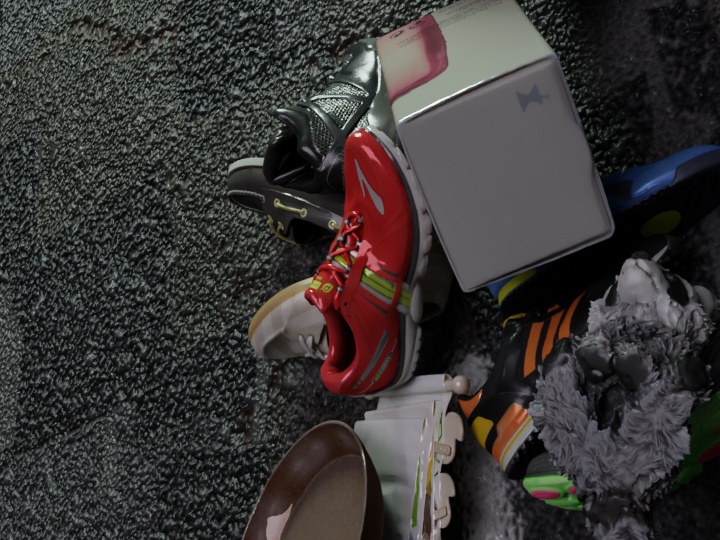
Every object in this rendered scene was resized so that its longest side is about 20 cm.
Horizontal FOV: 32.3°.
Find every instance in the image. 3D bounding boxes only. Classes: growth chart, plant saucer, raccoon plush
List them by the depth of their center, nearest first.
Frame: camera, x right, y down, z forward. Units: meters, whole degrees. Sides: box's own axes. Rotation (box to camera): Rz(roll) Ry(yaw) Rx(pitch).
[{"bbox_3d":[0.158,0.091,0.752,0.096,0.134,0.203,19,113,19],"label":"raccoon plush"},{"bbox_3d":[0.025,0.173,0.919,0.144,0.018,0.203,3,82,57],"label":"growth chart"},{"bbox_3d":[-0.038,0.213,0.925,0.200,0.034,0.202,-46,30,36],"label":"plant saucer"}]

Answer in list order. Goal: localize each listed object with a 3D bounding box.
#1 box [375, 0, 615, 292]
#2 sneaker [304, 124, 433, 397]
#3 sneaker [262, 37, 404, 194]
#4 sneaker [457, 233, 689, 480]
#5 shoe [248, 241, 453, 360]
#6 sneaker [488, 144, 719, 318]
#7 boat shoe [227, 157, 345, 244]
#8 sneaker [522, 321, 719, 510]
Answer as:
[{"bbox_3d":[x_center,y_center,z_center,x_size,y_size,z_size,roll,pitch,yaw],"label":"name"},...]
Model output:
[{"bbox_3d":[0.085,-0.097,0.847,0.108,0.129,0.201,-21,24,7],"label":"box"},{"bbox_3d":[0.000,0.000,0.884,0.077,0.084,0.203,29,125,56],"label":"sneaker"},{"bbox_3d":[-0.024,-0.127,1.003,0.112,0.077,0.201,-3,39,-1],"label":"sneaker"},{"bbox_3d":[0.139,0.044,0.863,0.090,0.070,0.201,45,107,37],"label":"sneaker"},{"bbox_3d":[-0.012,0.037,0.994,0.198,0.070,0.054,-24,53,30],"label":"shoe"},{"bbox_3d":[0.166,-0.045,0.875,0.199,0.066,0.079,-33,53,28],"label":"sneaker"},{"bbox_3d":[-0.044,-0.052,1.050,0.199,0.071,0.061,9,77,39],"label":"boat shoe"},{"bbox_3d":[0.192,0.091,0.809,0.199,0.077,0.084,-34,50,15],"label":"sneaker"}]
